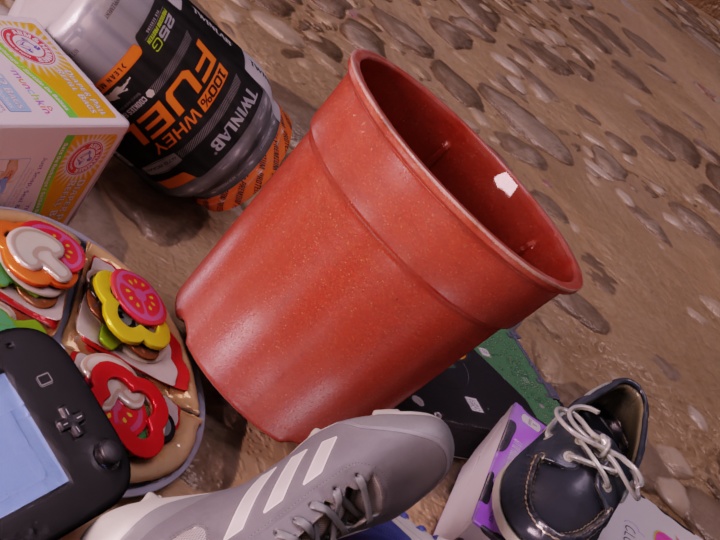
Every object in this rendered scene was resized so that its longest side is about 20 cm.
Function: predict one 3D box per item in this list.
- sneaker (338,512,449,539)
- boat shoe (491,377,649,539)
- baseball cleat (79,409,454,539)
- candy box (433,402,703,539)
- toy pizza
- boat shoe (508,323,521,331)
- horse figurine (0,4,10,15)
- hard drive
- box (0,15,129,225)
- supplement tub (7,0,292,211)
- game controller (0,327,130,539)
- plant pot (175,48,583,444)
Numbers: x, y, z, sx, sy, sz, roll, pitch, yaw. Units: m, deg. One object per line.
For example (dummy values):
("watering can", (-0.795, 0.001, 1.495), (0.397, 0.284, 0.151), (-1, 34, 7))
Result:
("sneaker", (0.032, 0.165, 0.739), (0.199, 0.081, 0.115), (3, 26, -9))
("boat shoe", (0.140, 0.121, 0.849), (0.075, 0.062, 0.200), (43, 26, 10))
("baseball cleat", (-0.036, 0.136, 0.665), (0.106, 0.200, 0.070), (-121, -167, -55))
("candy box", (0.147, 0.200, 0.879), (0.200, 0.072, 0.168), (36, 25, 0))
("toy pizza", (-0.164, 0.037, 0.768), (0.200, 0.032, 0.200), (34, 31, -24))
("boat shoe", (0.046, 0.009, 1.101), (0.200, 0.072, 0.062), (21, 1, -35))
("horse figurine", (-0.275, -0.195, 1.019), (0.200, 0.050, 0.133), (31, 48, -32))
("hard drive", (0.066, 0.081, 1.019), (0.200, 0.038, 0.140), (14, 33, -38))
("box", (-0.256, -0.083, 0.811), (0.113, 0.101, 0.200), (47, 27, 20))
("supplement tub", (-0.149, -0.136, 0.984), (0.200, 0.123, 0.123), (39, 20, -35))
("game controller", (-0.191, 0.093, 0.623), (0.200, 0.042, 0.104), (-26, 91, -56))
("plant pot", (0.000, 0.000, 0.861), (0.201, 0.195, 0.201), (41, 18, -17))
